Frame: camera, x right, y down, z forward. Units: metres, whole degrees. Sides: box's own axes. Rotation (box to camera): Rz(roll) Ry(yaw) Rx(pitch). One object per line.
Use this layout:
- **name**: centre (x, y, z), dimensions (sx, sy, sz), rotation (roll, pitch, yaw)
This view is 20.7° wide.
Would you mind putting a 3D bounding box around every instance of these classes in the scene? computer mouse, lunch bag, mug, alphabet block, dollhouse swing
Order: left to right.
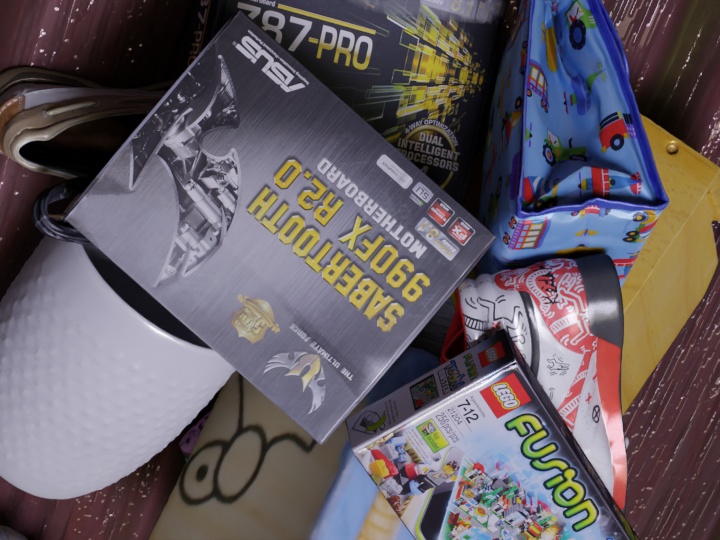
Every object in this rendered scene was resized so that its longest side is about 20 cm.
- **mug**: centre (-0.156, 0.057, 1.293), dimensions (0.176, 0.148, 0.199), rotation (-49, 157, 25)
- **computer mouse**: centre (-0.121, -0.019, 1.224), dimensions (0.199, 0.059, 0.034), rotation (14, 155, -39)
- **alphabet block**: centre (0.011, 0.157, 1.297), dimensions (0.196, 0.199, 0.197), rotation (32, 81, -29)
- **lunch bag**: centre (0.113, -0.092, 1.218), dimensions (0.093, 0.202, 0.151), rotation (-3, 156, -8)
- **dollhouse swing**: centre (0.145, 0.001, 1.379), dimensions (0.181, 0.176, 0.201), rotation (34, 83, 7)

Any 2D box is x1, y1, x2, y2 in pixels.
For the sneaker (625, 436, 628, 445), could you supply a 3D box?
- **sneaker**: centre (0.136, 0.144, 1.488), dimensions (0.200, 0.070, 0.081), rotation (11, 107, -55)

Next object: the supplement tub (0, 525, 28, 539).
- **supplement tub**: centre (-0.305, 0.228, 1.338), dimensions (0.199, 0.145, 0.145), rotation (27, 111, -34)

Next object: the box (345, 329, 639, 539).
- **box**: centre (0.087, 0.139, 1.166), dimensions (0.109, 0.035, 0.201), rotation (-30, 119, 9)

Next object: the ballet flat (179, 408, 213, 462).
- **ballet flat**: centre (-0.036, 0.100, 1.412), dimensions (0.198, 0.069, 0.072), rotation (1, 103, -27)

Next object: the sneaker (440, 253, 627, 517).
- **sneaker**: centre (0.104, 0.083, 1.196), dimensions (0.107, 0.067, 0.203), rotation (-7, 123, -1)

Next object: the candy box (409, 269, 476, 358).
- **candy box**: centre (0.000, 0.000, 1.270), dimensions (0.026, 0.199, 0.103), rotation (-44, 130, -27)

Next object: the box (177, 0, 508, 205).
- **box**: centre (-0.012, -0.129, 1.229), dimensions (0.198, 0.049, 0.163), rotation (13, 89, -28)

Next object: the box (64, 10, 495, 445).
- **box**: centre (-0.046, -0.025, 1.143), dimensions (0.200, 0.048, 0.159), rotation (42, 88, -1)

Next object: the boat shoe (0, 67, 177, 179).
- **boat shoe**: centre (-0.135, -0.078, 1.240), dimensions (0.198, 0.069, 0.075), rotation (2, 123, -22)
